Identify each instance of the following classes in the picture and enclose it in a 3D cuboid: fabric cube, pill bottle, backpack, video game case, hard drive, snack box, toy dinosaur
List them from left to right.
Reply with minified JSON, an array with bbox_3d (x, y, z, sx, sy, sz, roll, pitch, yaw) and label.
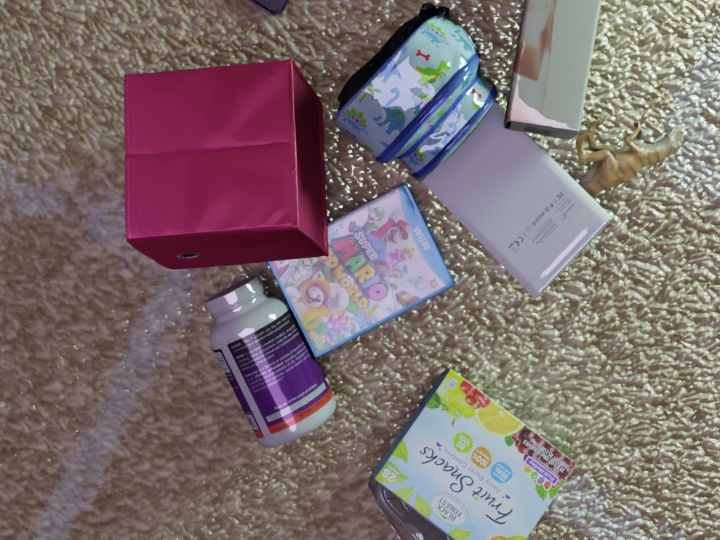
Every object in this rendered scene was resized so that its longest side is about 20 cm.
[{"bbox_3d":[-0.152,-0.117,1.439,0.197,0.196,0.203,-4,80,7],"label":"fabric cube"},{"bbox_3d":[-0.118,0.112,1.549,0.111,0.112,0.202,-24,97,12],"label":"pill bottle"},{"bbox_3d":[0.000,0.000,1.533,0.198,0.018,0.144,-27,96,-2],"label":"video game case"},{"bbox_3d":[0.068,-0.200,1.412,0.147,0.200,0.183,43,103,-2],"label":"backpack"},{"bbox_3d":[0.140,0.250,1.538,0.199,0.068,0.169,37,84,1],"label":"snack box"},{"bbox_3d":[0.187,-0.085,1.479,0.200,0.027,0.132,47,106,13],"label":"hard drive"},{"bbox_3d":[0.292,-0.120,1.468,0.199,0.060,0.107,-33,97,14],"label":"toy dinosaur"}]

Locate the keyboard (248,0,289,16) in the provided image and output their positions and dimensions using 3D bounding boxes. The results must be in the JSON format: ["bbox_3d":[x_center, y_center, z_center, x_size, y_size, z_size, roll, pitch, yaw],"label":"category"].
[{"bbox_3d":[-0.150,-0.415,1.493,0.199,0.021,0.128,35,110,-1],"label":"keyboard"}]

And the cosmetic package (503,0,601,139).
[{"bbox_3d":[0.223,-0.260,1.410,0.086,0.103,0.203,10,91,5],"label":"cosmetic package"}]

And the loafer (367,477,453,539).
[{"bbox_3d":[0.083,0.342,1.601,0.072,0.063,0.201,-39,97,-25],"label":"loafer"}]
